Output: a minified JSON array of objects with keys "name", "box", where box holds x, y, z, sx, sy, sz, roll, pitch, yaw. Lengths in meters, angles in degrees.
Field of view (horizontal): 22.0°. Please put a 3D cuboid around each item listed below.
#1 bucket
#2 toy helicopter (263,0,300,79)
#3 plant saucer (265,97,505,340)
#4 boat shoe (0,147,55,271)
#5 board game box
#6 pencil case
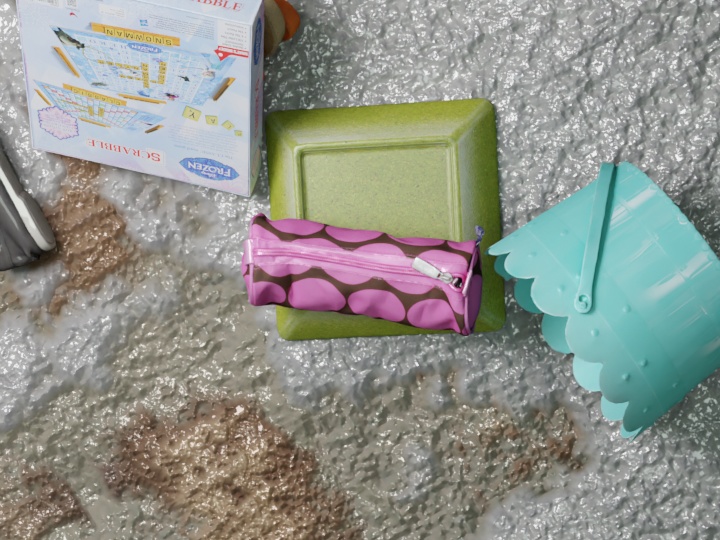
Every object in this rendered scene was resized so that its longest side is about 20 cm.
[{"name":"bucket","box":[0.209,0.020,1.480,0.135,0.207,0.207,-37,89,-1]},{"name":"toy helicopter","box":[-0.153,-0.237,1.549,0.200,0.132,0.079,23,67,22]},{"name":"plant saucer","box":[0.018,-0.041,1.572,0.200,0.048,0.200,-3,94,7]},{"name":"boat shoe","box":[-0.336,-0.092,1.605,0.057,0.067,0.200,-29,94,4]},{"name":"board game box","box":[-0.180,-0.162,1.530,0.200,0.041,0.200,14,140,6]},{"name":"pencil case","box":[0.000,0.000,1.507,0.200,0.094,0.091,6,94,8]}]
